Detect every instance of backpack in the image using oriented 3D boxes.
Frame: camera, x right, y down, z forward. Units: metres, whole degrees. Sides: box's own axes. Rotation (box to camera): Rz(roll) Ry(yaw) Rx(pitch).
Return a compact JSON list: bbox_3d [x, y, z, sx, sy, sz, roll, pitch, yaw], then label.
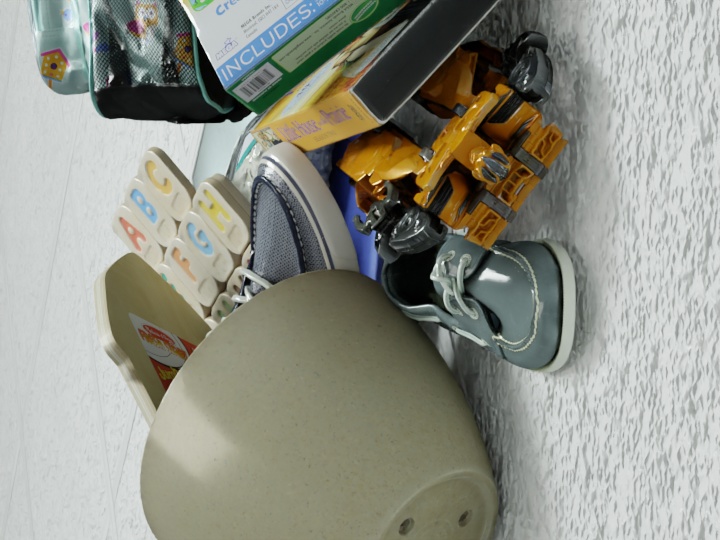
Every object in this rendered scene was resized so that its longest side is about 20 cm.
[{"bbox_3d":[-0.122,-0.198,1.515,0.176,0.153,0.201,-21,-65,-67],"label":"backpack"}]

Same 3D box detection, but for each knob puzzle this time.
[{"bbox_3d":[-0.113,0.074,1.519,0.030,0.220,0.220,-37,37,14],"label":"knob puzzle"}]

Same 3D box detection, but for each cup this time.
[{"bbox_3d":[-0.005,0.121,1.381,0.143,0.200,0.201,37,129,39],"label":"cup"}]

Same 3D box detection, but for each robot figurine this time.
[{"bbox_3d":[0.051,-0.069,1.319,0.145,0.058,0.200,-53,19,2],"label":"robot figurine"}]

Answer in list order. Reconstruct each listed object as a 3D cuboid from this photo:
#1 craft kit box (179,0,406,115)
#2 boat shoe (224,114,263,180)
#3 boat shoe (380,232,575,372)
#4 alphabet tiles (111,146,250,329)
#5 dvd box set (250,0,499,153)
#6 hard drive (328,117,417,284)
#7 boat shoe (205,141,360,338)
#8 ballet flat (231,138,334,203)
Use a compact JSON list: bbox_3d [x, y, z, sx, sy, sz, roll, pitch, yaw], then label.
[{"bbox_3d":[-0.028,-0.220,1.341,0.048,0.200,0.198,33,-156,-57],"label":"craft kit box"},{"bbox_3d":[-0.088,-0.022,1.838,0.068,0.073,0.200,-126,41,-67],"label":"boat shoe"},{"bbox_3d":[0.064,0.014,1.321,0.200,0.061,0.073,-156,68,-73],"label":"boat shoe"},{"bbox_3d":[-0.091,0.017,1.585,0.196,0.015,0.200,50,150,8],"label":"alphabet tiles"},{"bbox_3d":[0.019,-0.131,1.375,0.146,0.029,0.200,-47,11,-14],"label":"dvd box set"},{"bbox_3d":[0.000,0.000,1.551,0.132,0.025,0.201,-136,49,-69],"label":"hard drive"},{"bbox_3d":[-0.052,0.027,1.434,0.075,0.092,0.201,34,145,48],"label":"boat shoe"},{"bbox_3d":[-0.059,-0.030,1.593,0.200,0.071,0.072,126,143,-47],"label":"ballet flat"}]
